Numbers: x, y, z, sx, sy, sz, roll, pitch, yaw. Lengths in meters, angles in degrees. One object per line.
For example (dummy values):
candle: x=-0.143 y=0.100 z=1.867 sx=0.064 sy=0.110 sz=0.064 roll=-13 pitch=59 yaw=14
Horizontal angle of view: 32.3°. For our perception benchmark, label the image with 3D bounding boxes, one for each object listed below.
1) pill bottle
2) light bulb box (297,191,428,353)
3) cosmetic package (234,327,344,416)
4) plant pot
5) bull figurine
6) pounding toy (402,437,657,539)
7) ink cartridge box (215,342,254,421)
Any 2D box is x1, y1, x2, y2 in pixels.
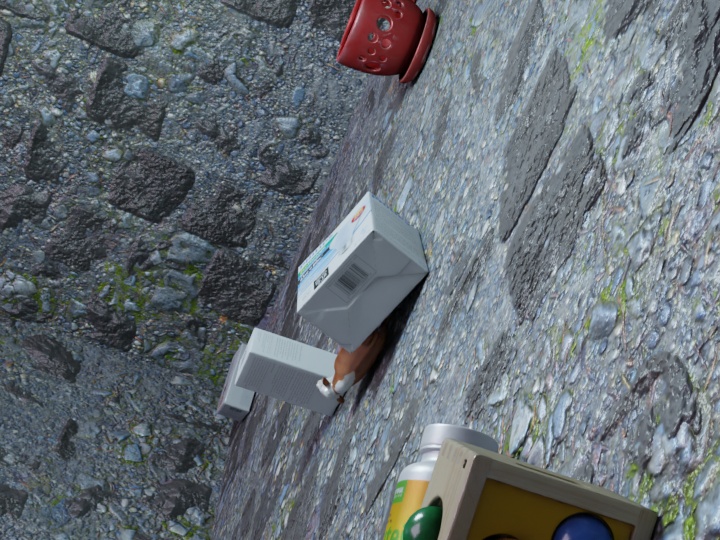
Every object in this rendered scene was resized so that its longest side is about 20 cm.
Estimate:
pill bottle: x=0.084 y=0.267 z=1.297 sx=0.111 sy=0.111 sz=0.200 roll=131 pitch=156 yaw=-66
light bulb box: x=0.000 y=0.000 z=2.109 sx=0.198 sy=0.125 sz=0.200 roll=-47 pitch=16 yaw=14
cosmetic package: x=-0.127 y=0.194 z=2.368 sx=0.071 sy=0.200 sz=0.101 roll=-82 pitch=15 yaw=-50
plant pot: x=0.062 y=-0.530 z=2.783 sx=0.200 sy=0.182 sz=0.201 roll=-161 pitch=90 yaw=-80
bull figurine: x=-0.008 y=0.145 z=2.183 sx=0.200 sy=0.065 sz=0.121 roll=-49 pitch=19 yaw=41
pounding toy: x=0.104 y=0.242 z=0.966 sx=0.142 sy=0.200 sz=0.184 roll=180 pitch=109 yaw=-80
ink cartridge box: x=-0.363 y=0.344 z=3.761 sx=0.176 sy=0.084 sz=0.200 roll=130 pitch=157 yaw=-64
